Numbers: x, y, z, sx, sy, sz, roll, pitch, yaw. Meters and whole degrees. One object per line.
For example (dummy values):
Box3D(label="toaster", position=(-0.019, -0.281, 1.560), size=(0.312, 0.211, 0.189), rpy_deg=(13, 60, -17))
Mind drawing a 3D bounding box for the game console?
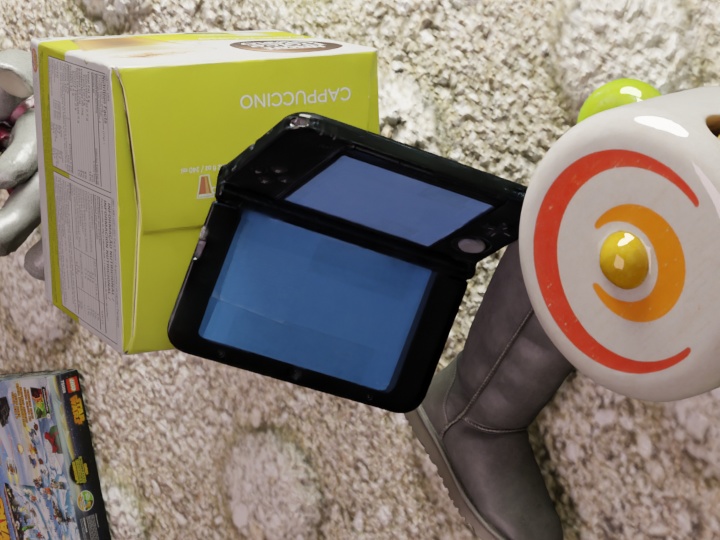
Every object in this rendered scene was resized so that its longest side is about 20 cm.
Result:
Box3D(label="game console", position=(0.000, 0.000, 1.296), size=(0.176, 0.200, 0.117), rpy_deg=(-32, 47, 55))

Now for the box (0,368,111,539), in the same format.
Box3D(label="box", position=(-0.296, 0.193, 1.800), size=(0.137, 0.040, 0.200), rpy_deg=(-5, 97, 43))

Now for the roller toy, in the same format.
Box3D(label="roller toy", position=(0.198, -0.016, 1.203), size=(0.200, 0.140, 0.183), rpy_deg=(14, 111, 40))

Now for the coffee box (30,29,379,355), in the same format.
Box3D(label="coffee box", position=(-0.112, -0.065, 1.407), size=(0.198, 0.199, 0.200), rpy_deg=(-157, 63, -63))

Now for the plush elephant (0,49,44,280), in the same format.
Box3D(label="plush elephant", position=(-0.283, -0.113, 1.631), size=(0.155, 0.165, 0.200), rpy_deg=(37, 96, 15))

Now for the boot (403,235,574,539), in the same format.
Box3D(label="boot", position=(0.125, 0.084, 1.358), size=(0.182, 0.073, 0.200), rpy_deg=(52, 124, 21))
